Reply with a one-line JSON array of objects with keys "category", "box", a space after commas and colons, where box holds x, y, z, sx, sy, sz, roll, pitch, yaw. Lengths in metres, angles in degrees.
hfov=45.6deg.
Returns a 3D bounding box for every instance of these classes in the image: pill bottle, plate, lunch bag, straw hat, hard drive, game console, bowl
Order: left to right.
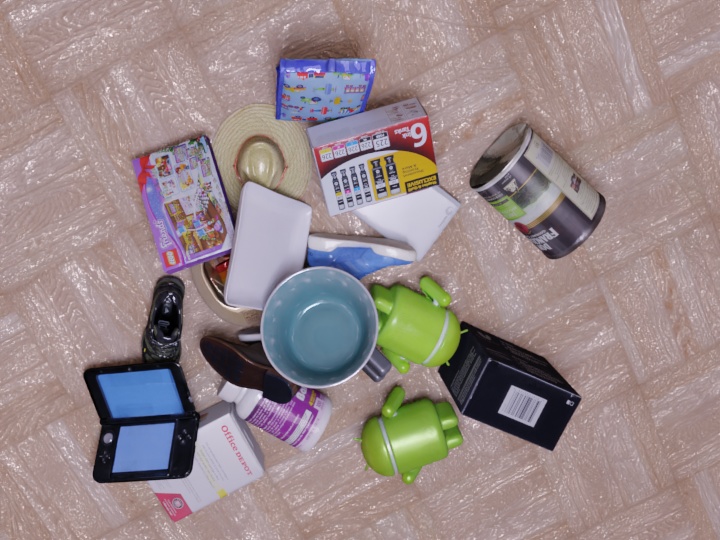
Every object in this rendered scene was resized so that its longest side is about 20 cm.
[{"category": "game console", "box": [-0.398, 0.271, 1.520, 0.196, 0.179, 0.117, -7, 148, 15]}, {"category": "straw hat", "box": [-0.171, -0.178, 1.465, 0.197, 0.085, 0.205, -2, 106, -8]}, {"category": "plate", "box": [-0.161, -0.032, 1.456, 0.032, 0.199, 0.203, 7, 85, 31]}, {"category": "pill bottle", "box": [-0.159, 0.239, 1.573, 0.198, 0.112, 0.113, 31, 100, -12]}, {"category": "lunch bag", "box": [-0.060, -0.302, 1.377, 0.148, 0.200, 0.096, 0, 90, -8]}, {"category": "bowl", "box": [-0.063, 0.103, 1.460, 0.197, 0.105, 0.205, -1, 77, 5]}, {"category": "hard drive", "box": [0.067, -0.126, 1.544, 0.199, 0.027, 0.133, 35, 99, -16]}]

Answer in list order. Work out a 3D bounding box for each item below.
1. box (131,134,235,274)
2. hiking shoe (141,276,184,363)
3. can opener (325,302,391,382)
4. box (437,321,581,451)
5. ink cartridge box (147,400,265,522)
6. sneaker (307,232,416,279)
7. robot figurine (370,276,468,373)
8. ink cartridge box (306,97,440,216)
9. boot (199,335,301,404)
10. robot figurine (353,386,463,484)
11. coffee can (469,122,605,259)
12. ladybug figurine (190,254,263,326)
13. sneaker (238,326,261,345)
[{"category": "box", "box": [-0.293, -0.112, 1.449, 0.135, 0.039, 0.203, -18, 83, 1]}, {"category": "hiking shoe", "box": [-0.354, 0.118, 1.519, 0.074, 0.101, 0.204, 5, 105, -8]}, {"category": "can opener", "box": [-0.015, 0.108, 1.545, 0.200, 0.067, 0.054, 44, 141, 9]}, {"category": "box", "box": [0.268, 0.209, 1.576, 0.194, 0.200, 0.119, 24, 101, -13]}, {"category": "ink cartridge box", "box": [-0.295, 0.352, 1.603, 0.198, 0.084, 0.147, -26, 107, 1]}, {"category": "sneaker", "box": [0.000, 0.000, 1.532, 0.196, 0.077, 0.113, 6, 102, 5]}, {"category": "robot figurine", "box": [0.097, 0.103, 1.567, 0.198, 0.116, 0.177, 25, 106, -14]}, {"category": "ink cartridge box", "box": [0.027, -0.172, 1.446, 0.197, 0.084, 0.178, -16, 124, -2]}, {"category": "boot", "box": [-0.183, 0.158, 1.514, 0.198, 0.097, 0.076, 28, 123, 14]}, {"category": "robot figurine", "box": [0.090, 0.316, 1.620, 0.197, 0.116, 0.178, -19, 113, -2]}, {"category": "coffee can", "box": [0.311, -0.139, 1.511, 0.199, 0.147, 0.147, 39, 98, -15]}, {"category": "ladybug figurine", "box": [-0.225, 0.006, 1.518, 0.134, 0.072, 0.203, -23, 107, -1]}, {"category": "sneaker", "box": [-0.127, 0.156, 1.575, 0.196, 0.071, 0.101, 2, 101, -13]}]
